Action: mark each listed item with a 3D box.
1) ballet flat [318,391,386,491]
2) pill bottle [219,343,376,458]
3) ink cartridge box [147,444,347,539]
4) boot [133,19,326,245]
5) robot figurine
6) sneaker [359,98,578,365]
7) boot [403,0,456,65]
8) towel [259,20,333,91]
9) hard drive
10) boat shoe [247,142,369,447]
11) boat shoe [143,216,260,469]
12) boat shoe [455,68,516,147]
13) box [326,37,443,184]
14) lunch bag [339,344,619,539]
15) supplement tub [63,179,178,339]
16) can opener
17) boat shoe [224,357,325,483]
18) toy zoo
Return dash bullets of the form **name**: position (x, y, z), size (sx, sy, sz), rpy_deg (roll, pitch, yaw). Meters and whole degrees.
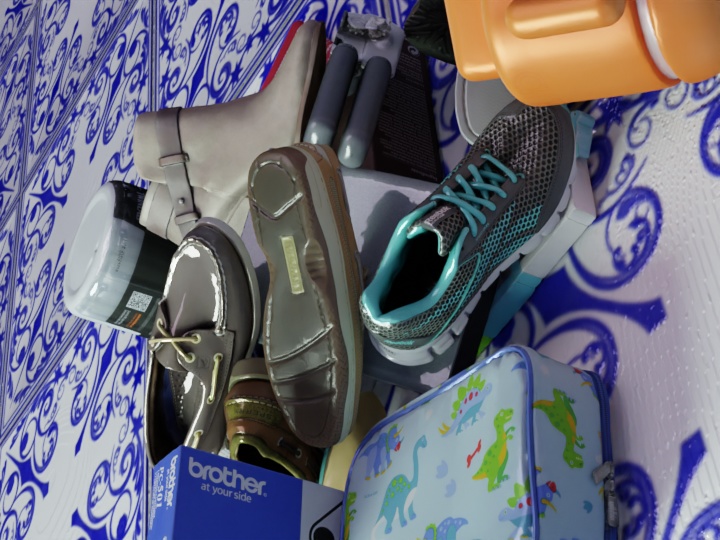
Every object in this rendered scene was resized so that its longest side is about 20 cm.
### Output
- **ballet flat**: position (-0.004, 0.190, 1.065), size (0.063, 0.068, 0.202), rpy_deg (17, 92, 31)
- **pill bottle**: position (-0.055, 0.070, 1.150), size (0.200, 0.119, 0.120), rpy_deg (-38, 40, 32)
- **ink cartridge box**: position (-0.042, 0.188, 0.964), size (0.044, 0.199, 0.095), rpy_deg (-39, 40, 47)
- **boot**: position (-0.107, -0.107, 1.173), size (0.070, 0.145, 0.202), rpy_deg (-35, -45, -73)
- **robot figurine**: position (0.151, -0.163, 0.884), size (0.199, 0.144, 0.118), rpy_deg (-5, 65, 32)
- **sneaker**: position (0.068, -0.028, 0.934), size (0.077, 0.091, 0.201), rpy_deg (33, 92, 19)
- **boot**: position (0.103, -0.275, 1.134), size (0.182, 0.072, 0.201), rpy_deg (111, 179, -72)
- **towel**: position (-0.057, -0.156, 1.431), size (0.145, 0.022, 0.200), rpy_deg (-63, 29, 11)
- **hard drive**: position (0.000, 0.000, 1.039), size (0.199, 0.033, 0.141), rpy_deg (14, 86, 32)
- **boat shoe**: position (-0.020, 0.014, 0.986), size (0.071, 0.076, 0.202), rpy_deg (3, 103, 37)
- **boat shoe**: position (-0.119, 0.058, 1.051), size (0.072, 0.059, 0.201), rpy_deg (27, 126, 24)
- **boat shoe**: position (0.115, -0.163, 1.036), size (0.060, 0.075, 0.201), rpy_deg (104, -170, -71)
- **box**: position (0.008, -0.095, 1.205), size (0.100, 0.074, 0.201), rpy_deg (-47, 36, 39)
- **lunch bag**: position (0.069, 0.143, 0.903), size (0.200, 0.082, 0.162), rpy_deg (-37, 42, 44)
- **supplement tub**: position (-0.147, 0.007, 1.291), size (0.123, 0.199, 0.123), rpy_deg (-46, 34, 43)
- **can opener**: position (-0.004, -0.136, 1.108), size (0.201, 0.052, 0.067), rpy_deg (-77, 6, -55)
- **boat shoe**: position (-0.063, 0.144, 1.075), size (0.071, 0.201, 0.068), rpy_deg (-1, 54, 15)
- **toy zoo**: position (0.102, -0.035, 1.037), size (0.200, 0.020, 0.132), rpy_deg (-53, 31, 31)
